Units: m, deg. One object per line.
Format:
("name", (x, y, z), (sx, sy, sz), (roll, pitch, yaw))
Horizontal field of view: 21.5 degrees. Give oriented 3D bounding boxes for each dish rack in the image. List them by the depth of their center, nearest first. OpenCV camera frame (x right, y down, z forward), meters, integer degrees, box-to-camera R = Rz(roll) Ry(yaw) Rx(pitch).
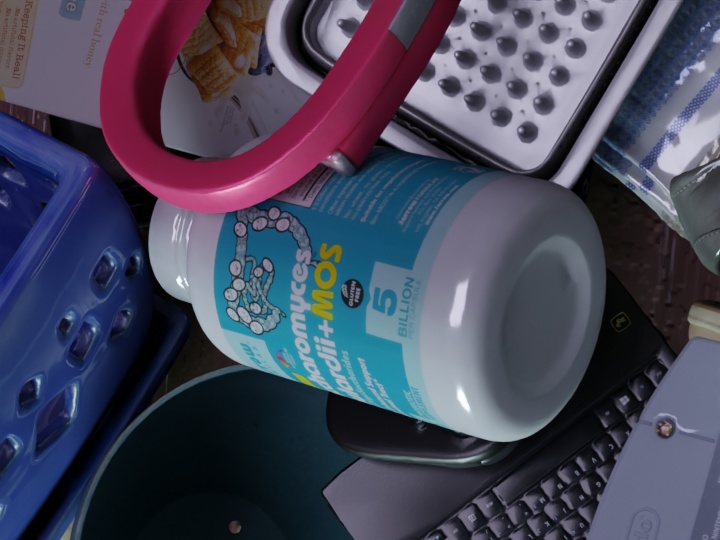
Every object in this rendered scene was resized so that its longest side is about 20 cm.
("dish rack", (0.067, -0.143, 0.870), (0.171, 0.044, 0.201), (32, 96, 16))

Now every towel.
("towel", (0.166, -0.093, 0.864), (0.200, 0.024, 0.147), (43, 101, 22))

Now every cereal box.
("cereal box", (-0.090, -0.132, 0.899), (0.039, 0.199, 0.145), (-158, 82, -68))

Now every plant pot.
("plant pot", (-0.211, 0.037, 0.930), (0.199, 0.180, 0.201), (23, 72, 29))
("plant pot", (-0.059, 0.155, 0.958), (0.135, 0.198, 0.202), (151, 111, -69))

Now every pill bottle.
("pill bottle", (0.000, 0.000, 0.838), (0.199, 0.110, 0.112), (14, 97, 37))

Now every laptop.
("laptop", (0.099, 0.122, 0.839), (0.177, 0.103, 0.201), (-37, 77, 2))

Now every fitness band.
("fitness band", (-0.032, -0.114, 0.830), (0.143, 0.037, 0.201), (26, 79, 37))

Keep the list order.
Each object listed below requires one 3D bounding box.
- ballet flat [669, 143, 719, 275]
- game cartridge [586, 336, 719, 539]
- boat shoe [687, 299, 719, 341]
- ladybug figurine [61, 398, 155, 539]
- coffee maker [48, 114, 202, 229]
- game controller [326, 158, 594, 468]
("ballet flat", (0.216, -0.074, 0.793), (0.199, 0.067, 0.064), (-36, 62, 14))
("game cartridge", (0.153, 0.134, 0.761), (0.132, 0.040, 0.201), (15, 80, 20))
("boat shoe", (0.219, 0.076, 0.813), (0.199, 0.072, 0.065), (30, 105, 26))
("ladybug figurine", (-0.181, 0.082, 1.056), (0.072, 0.135, 0.201), (86, 161, -48))
("coffee maker", (-0.123, -0.128, 0.989), (0.134, 0.192, 0.202), (-15, 82, 18))
("game controller", (0.049, 0.000, 0.904), (0.104, 0.042, 0.201), (5, 64, 25))
